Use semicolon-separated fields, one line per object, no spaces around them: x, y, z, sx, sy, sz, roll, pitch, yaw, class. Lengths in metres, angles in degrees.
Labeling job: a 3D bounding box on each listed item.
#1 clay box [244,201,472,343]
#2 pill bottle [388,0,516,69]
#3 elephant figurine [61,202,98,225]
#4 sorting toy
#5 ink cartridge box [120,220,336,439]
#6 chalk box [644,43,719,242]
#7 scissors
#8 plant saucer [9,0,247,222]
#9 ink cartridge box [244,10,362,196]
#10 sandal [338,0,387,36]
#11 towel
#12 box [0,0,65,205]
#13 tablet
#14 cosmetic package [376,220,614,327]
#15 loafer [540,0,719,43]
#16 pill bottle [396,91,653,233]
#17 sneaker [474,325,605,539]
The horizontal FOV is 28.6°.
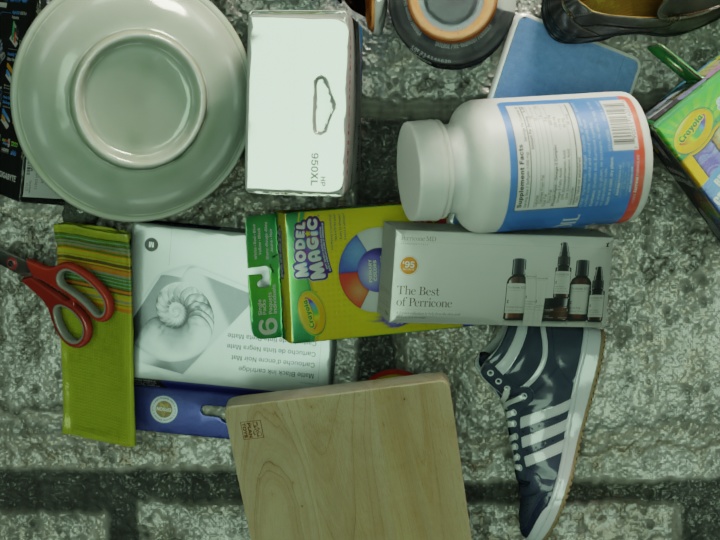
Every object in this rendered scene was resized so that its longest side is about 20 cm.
0.000;0.000;1.252;0.197;0.048;0.117;-6;96;-17;clay box
0.077;-0.222;1.175;0.105;0.200;0.108;0;97;4;pill bottle
-0.207;-0.144;1.249;0.198;0.141;0.157;-10;67;21;elephant figurine
-0.005;0.185;1.275;0.196;0.070;0.202;-7;111;5;sorting toy
-0.120;0.062;1.301;0.197;0.041;0.203;4;97;3;ink cartridge box
0.320;-0.120;1.208;0.123;0.124;0.201;-37;94;7;chalk box
-0.305;-0.007;1.293;0.199;0.014;0.074;40;118;15;scissors
-0.179;-0.137;1.129;0.197;0.050;0.203;-2;100;-14;plant saucer
-0.044;-0.141;1.193;0.083;0.200;0.147;1;96;3;ink cartridge box
-0.013;-0.284;1.203;0.058;0.079;0.209;-4;59;-7;sandal
-0.242;0.059;1.289;0.085;0.018;0.203;8;104;31;towel
-0.302;-0.170;1.219;0.049;0.199;0.201;4;98;-37;box
0.163;-0.113;1.255;0.129;0.014;0.202;18;92;-15;tablet
0.117;0.004;1.227;0.197;0.051;0.084;1;98;-13;cosmetic package
0.258;-0.238;1.215;0.198;0.072;0.074;-16;91;-8;loafer
0.135;-0.090;1.187;0.197;0.112;0.114;-4;96;-11;pill bottle
0.145;0.138;1.275;0.107;0.070;0.202;15;90;-3;sneaker
